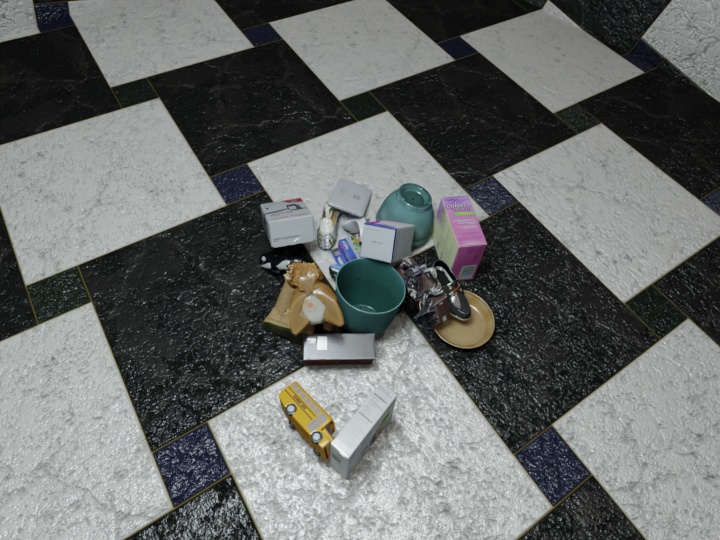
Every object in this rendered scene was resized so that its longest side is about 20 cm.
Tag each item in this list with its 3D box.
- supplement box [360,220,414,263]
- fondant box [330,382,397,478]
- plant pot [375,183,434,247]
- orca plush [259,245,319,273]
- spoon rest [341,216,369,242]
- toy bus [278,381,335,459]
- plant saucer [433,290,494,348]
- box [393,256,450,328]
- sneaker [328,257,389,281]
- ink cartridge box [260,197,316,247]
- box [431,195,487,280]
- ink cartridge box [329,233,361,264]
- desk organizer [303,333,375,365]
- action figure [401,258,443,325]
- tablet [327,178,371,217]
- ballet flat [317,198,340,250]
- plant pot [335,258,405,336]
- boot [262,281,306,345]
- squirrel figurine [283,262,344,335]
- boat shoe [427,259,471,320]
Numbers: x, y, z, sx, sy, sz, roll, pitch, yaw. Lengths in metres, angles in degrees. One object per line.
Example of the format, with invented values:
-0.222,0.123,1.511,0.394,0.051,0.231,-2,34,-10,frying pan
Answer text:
0.084,-0.091,1.570,0.099,0.106,0.199,12,12,21,supplement box
0.007,0.395,1.300,0.058,0.146,0.200,33,57,20,fondant box
0.160,-0.197,1.730,0.195,0.136,0.204,10,47,-10,plant pot
-0.225,-0.040,1.603,0.196,0.073,0.105,13,30,34,orca plush
-0.005,-0.147,1.698,0.097,0.062,0.200,-14,21,-10,spoon rest
-0.129,0.375,1.324,0.078,0.066,0.199,-33,49,-27,toy bus
0.300,0.150,1.576,0.195,0.036,0.204,3,53,-4,plant saucer
0.179,0.063,1.558,0.074,0.101,0.200,-32,48,-10,box
0.000,0.000,1.613,0.194,0.079,0.091,6,60,-2,sneaker
-0.230,-0.154,1.660,0.142,0.085,0.200,-11,25,-14,ink cartridge box
0.308,-0.100,1.671,0.094,0.178,0.203,-6,54,-10,box
0.011,-0.065,1.702,0.196,0.042,0.121,-21,58,-17,ink cartridge box
-0.060,0.219,1.454,0.194,0.077,0.074,0,68,-6,desk organizer
0.172,0.045,1.435,0.100,0.119,0.204,-20,57,15,action figure
-0.034,-0.253,1.803,0.127,0.014,0.202,20,36,-1,tablet
-0.108,-0.163,1.741,0.070,0.073,0.204,9,54,1,ballet flat
0.017,0.095,1.499,0.195,0.163,0.204,6,45,-6,plant pot
-0.174,0.104,1.543,0.172,0.067,0.202,21,53,8,boot
-0.126,0.068,1.427,0.138,0.187,0.205,-17,92,3,squirrel figurine
0.269,0.058,1.582,0.072,0.064,0.204,-17,58,-21,boat shoe
